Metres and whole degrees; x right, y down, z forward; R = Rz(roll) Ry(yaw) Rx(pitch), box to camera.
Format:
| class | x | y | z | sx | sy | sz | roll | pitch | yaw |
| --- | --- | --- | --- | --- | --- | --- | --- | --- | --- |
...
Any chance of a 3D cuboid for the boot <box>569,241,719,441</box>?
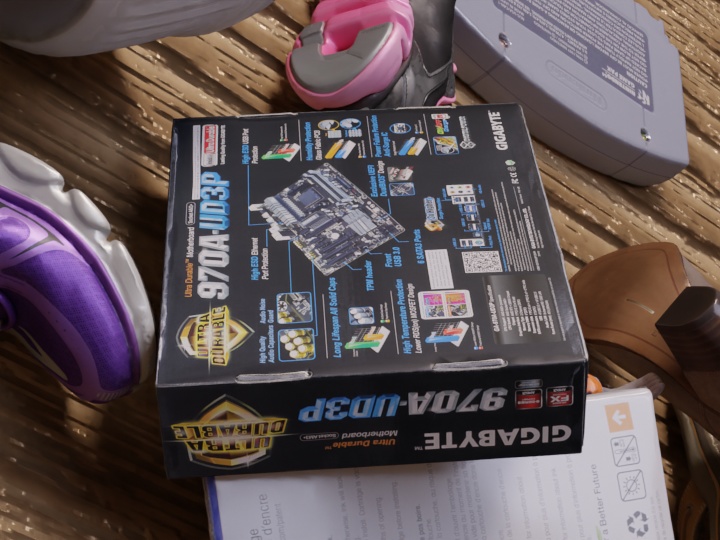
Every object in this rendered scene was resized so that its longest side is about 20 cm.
| class | x | y | z | sx | sy | sz | roll | pitch | yaw |
| --- | --- | --- | --- | --- | --- | --- | --- | --- | --- |
| boot | 0.188 | 0.063 | 0.942 | 0.146 | 0.070 | 0.200 | 47 | -3 | -15 |

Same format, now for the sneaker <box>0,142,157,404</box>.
| class | x | y | z | sx | sy | sz | roll | pitch | yaw |
| --- | --- | --- | --- | --- | --- | --- | --- | --- | --- |
| sneaker | -0.166 | -0.011 | 0.692 | 0.200 | 0.081 | 0.084 | 39 | 54 | -6 |

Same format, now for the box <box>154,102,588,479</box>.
| class | x | y | z | sx | sy | sz | roll | pitch | yaw |
| --- | --- | --- | --- | --- | --- | --- | --- | --- | --- |
| box | 0.000 | 0.000 | 0.748 | 0.158 | 0.046 | 0.200 | -3 | 34 | -2 |

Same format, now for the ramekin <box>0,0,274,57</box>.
| class | x | y | z | sx | sy | sz | roll | pitch | yaw |
| --- | --- | --- | --- | --- | --- | --- | --- | --- | --- |
| ramekin | -0.117 | -0.184 | 0.758 | 0.105 | 0.200 | 0.201 | -30 | 86 | -43 |

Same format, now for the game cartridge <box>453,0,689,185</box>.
| class | x | y | z | sx | sy | sz | roll | pitch | yaw |
| --- | --- | --- | --- | --- | --- | --- | --- | --- | --- |
| game cartridge | 0.116 | -0.134 | 1.096 | 0.199 | 0.041 | 0.134 | 29 | 42 | -30 |

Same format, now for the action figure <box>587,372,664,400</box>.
| class | x | y | z | sx | sy | sz | roll | pitch | yaw |
| --- | --- | --- | --- | --- | --- | --- | --- | --- | --- |
| action figure | 0.048 | 0.108 | 0.830 | 0.193 | 0.104 | 0.201 | 18 | 76 | -29 |

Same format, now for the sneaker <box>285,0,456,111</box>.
| class | x | y | z | sx | sy | sz | roll | pitch | yaw |
| --- | --- | --- | --- | --- | --- | --- | --- | --- | --- |
| sneaker | 0.022 | -0.124 | 0.972 | 0.096 | 0.079 | 0.201 | 56 | 36 | -31 |

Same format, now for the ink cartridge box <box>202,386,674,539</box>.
| class | x | y | z | sx | sy | sz | roll | pitch | yaw |
| --- | --- | --- | --- | --- | --- | --- | --- | --- | --- |
| ink cartridge box | 0.039 | 0.157 | 0.735 | 0.199 | 0.047 | 0.199 | -6 | 84 | -19 |

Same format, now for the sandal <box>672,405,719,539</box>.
| class | x | y | z | sx | sy | sz | roll | pitch | yaw |
| --- | --- | --- | --- | --- | --- | --- | --- | --- | --- |
| sandal | 0.196 | 0.135 | 0.979 | 0.080 | 0.054 | 0.201 | 28 | 31 | -25 |
